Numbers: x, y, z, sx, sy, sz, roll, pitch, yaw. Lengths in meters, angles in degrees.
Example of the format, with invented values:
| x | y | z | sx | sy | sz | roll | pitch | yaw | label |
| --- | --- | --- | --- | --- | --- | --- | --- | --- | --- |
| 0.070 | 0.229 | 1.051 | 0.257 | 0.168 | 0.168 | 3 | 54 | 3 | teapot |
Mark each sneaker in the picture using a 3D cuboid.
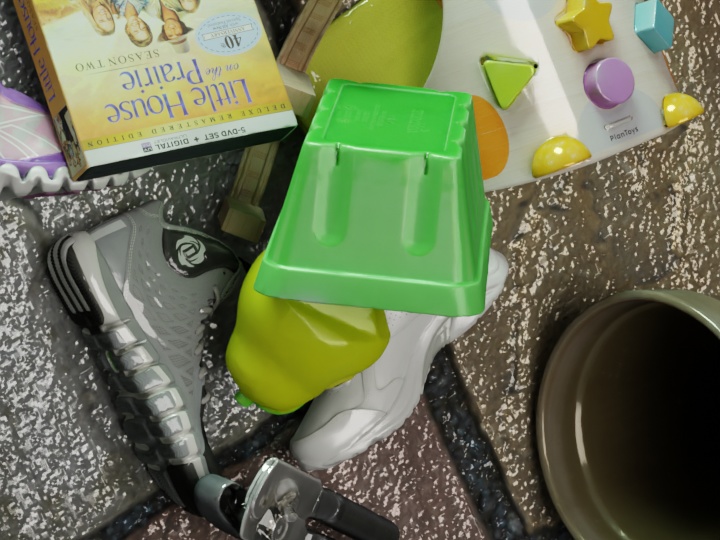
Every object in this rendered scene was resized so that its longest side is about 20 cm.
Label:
| x | y | z | sx | sy | sz | roll | pitch | yaw | label |
| --- | --- | --- | --- | --- | --- | --- | --- | --- | --- |
| -0.102 | 0.046 | 1.657 | 0.115 | 0.075 | 0.200 | -32 | 107 | -25 | sneaker |
| 0.004 | 0.038 | 1.719 | 0.099 | 0.078 | 0.200 | 44 | 65 | -17 | sneaker |
| -0.218 | -0.085 | 1.585 | 0.200 | 0.080 | 0.089 | -3 | 88 | -27 | sneaker |

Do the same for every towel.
| x | y | z | sx | sy | sz | roll | pitch | yaw | label |
| --- | --- | --- | --- | --- | --- | --- | --- | --- | --- |
| 0.034 | -0.152 | 1.746 | 0.200 | 0.018 | 0.086 | -38 | 105 | -19 | towel |

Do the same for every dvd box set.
| x | y | z | sx | sy | sz | roll | pitch | yaw | label |
| --- | --- | --- | --- | --- | --- | --- | --- | --- | --- |
| -0.135 | -0.161 | 1.601 | 0.146 | 0.029 | 0.200 | -13 | 77 | -29 | dvd box set |

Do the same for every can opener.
| x | y | z | sx | sy | sz | roll | pitch | yaw | label |
| --- | --- | --- | --- | --- | --- | --- | --- | --- | --- |
| -0.041 | 0.155 | 1.675 | 0.053 | 0.067 | 0.200 | -68 | 155 | -7 | can opener |

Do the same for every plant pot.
| x | y | z | sx | sy | sz | roll | pitch | yaw | label |
| --- | --- | --- | --- | --- | --- | --- | --- | --- | --- |
| 0.247 | 0.105 | 1.798 | 0.173 | 0.200 | 0.200 | -7 | 98 | -45 | plant pot |

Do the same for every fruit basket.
| x | y | z | sx | sy | sz | roll | pitch | yaw | label |
| --- | --- | --- | --- | --- | --- | --- | --- | --- | --- |
| 0.000 | 0.000 | 1.613 | 0.155 | 0.216 | 0.216 | 6 | 92 | 3 | fruit basket |

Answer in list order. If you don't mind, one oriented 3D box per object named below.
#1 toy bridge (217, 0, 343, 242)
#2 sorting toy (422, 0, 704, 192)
| x | y | z | sx | sy | sz | roll | pitch | yaw | label |
| --- | --- | --- | --- | --- | --- | --- | --- | --- | --- |
| -0.044 | -0.113 | 1.665 | 0.027 | 0.067 | 0.200 | 21 | 104 | -12 | toy bridge |
| 0.125 | -0.162 | 1.734 | 0.200 | 0.107 | 0.180 | -23 | 103 | -29 | sorting toy |
